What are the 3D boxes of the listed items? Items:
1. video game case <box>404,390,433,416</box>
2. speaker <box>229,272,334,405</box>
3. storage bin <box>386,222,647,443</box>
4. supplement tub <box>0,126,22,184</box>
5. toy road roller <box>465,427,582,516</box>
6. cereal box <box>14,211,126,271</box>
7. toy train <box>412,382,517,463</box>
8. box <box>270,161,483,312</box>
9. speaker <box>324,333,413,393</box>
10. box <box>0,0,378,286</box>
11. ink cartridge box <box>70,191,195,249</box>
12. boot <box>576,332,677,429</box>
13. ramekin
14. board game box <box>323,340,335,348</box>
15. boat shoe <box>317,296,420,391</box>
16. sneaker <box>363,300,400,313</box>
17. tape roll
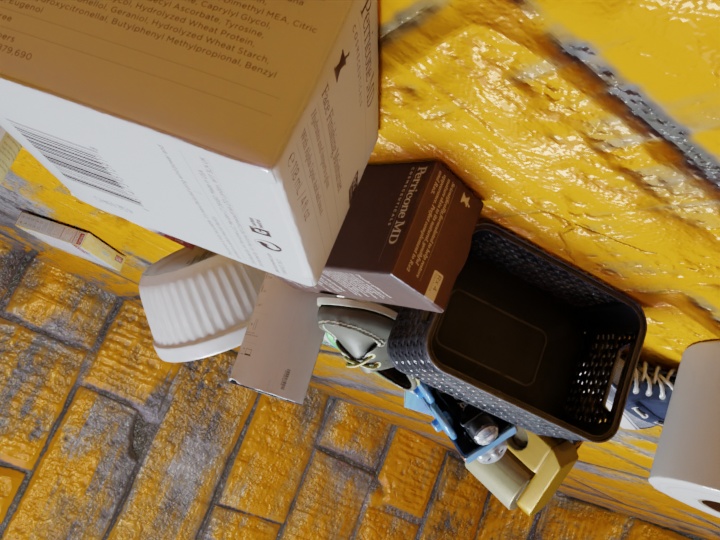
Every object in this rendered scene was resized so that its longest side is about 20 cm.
[{"bbox_3d":[0.201,0.208,1.122,0.200,0.046,0.181,10,-173,39],"label":"video game case"},{"bbox_3d":[-0.068,0.032,0.738,0.081,0.201,0.081,16,168,4],"label":"speaker"},{"bbox_3d":[0.142,0.060,0.646,0.200,0.136,0.094,26,165,-15],"label":"storage bin"},{"bbox_3d":[-0.347,-0.130,0.568,0.144,0.201,0.144,21,165,6],"label":"supplement tub"},{"bbox_3d":[0.234,0.193,0.892,0.146,0.200,0.123,-2,-145,-48],"label":"toy road roller"},{"bbox_3d":[-0.636,-0.064,1.555,0.199,0.040,0.144,16,164,21],"label":"cereal box"},{"bbox_3d":[0.110,0.144,0.837,0.114,0.087,0.200,58,177,-39],"label":"toy train"},{"bbox_3d":[-0.003,-0.031,0.611,0.200,0.100,0.075,6,158,47],"label":"box"},{"bbox_3d":[0.036,0.103,1.009,0.200,0.089,0.088,28,169,25],"label":"speaker"},{"bbox_3d":[-0.102,-0.105,0.434,0.199,0.131,0.199,20,165,8],"label":"box"},{"bbox_3d":[-0.269,-0.101,0.819,0.200,0.068,0.116,26,166,-14],"label":"ink cartridge box"},{"bbox_3d":[0.308,0.118,0.779,0.090,0.073,0.200,-13,145,35],"label":"boot"},{"bbox_3d":[-0.179,0.021,0.885,0.200,0.200,0.105,1,116,54],"label":"ramekin"},{"bbox_3d":[-0.089,0.107,1.376,0.134,0.029,0.200,21,165,11],"label":"board game box"},{"bbox_3d":[0.017,0.076,0.714,0.072,0.060,0.202,6,164,31],"label":"boat shoe"},{"bbox_3d":[0.000,0.000,0.810,0.200,0.076,0.070,16,-152,39],"label":"sneaker"},{"bbox_3d":[0.391,0.169,0.662,0.202,0.140,0.203,20,165,6],"label":"tape roll"}]
